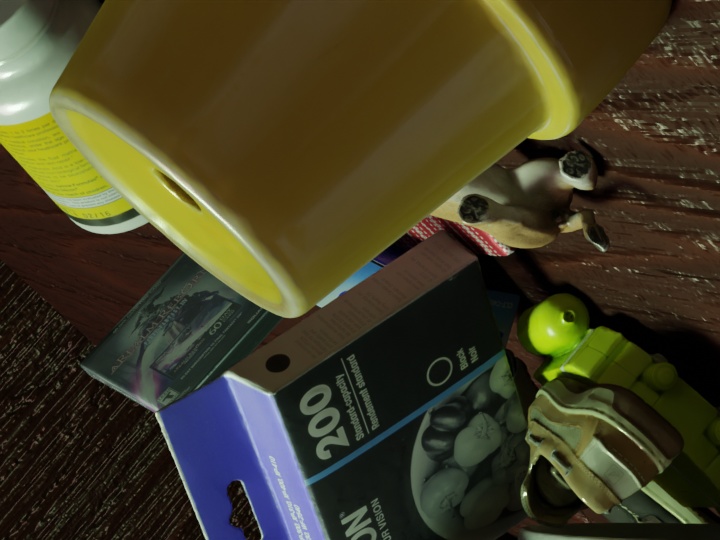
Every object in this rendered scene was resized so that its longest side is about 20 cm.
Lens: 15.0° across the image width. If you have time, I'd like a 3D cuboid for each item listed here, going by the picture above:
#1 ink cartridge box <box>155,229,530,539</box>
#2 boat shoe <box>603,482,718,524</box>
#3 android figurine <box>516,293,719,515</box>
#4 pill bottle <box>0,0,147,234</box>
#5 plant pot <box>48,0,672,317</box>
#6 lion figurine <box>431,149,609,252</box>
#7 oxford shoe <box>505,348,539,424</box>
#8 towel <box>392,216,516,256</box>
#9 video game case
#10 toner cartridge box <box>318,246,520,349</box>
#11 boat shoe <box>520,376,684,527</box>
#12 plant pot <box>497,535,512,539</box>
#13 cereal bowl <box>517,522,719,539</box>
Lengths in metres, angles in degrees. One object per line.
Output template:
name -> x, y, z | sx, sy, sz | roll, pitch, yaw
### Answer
ink cartridge box -> 0.001, 0.107, 1.558 | 0.043, 0.200, 0.198 | 40, 156, 48
boat shoe -> 0.208, 0.191, 1.789 | 0.201, 0.066, 0.072 | 35, 169, 29
android figurine -> 0.165, 0.082, 1.563 | 0.182, 0.041, 0.200 | 41, 170, 0
pill bottle -> -0.197, -0.121, 1.808 | 0.111, 0.111, 0.200 | 31, 166, 42
plant pot -> -0.014, -0.094, 1.064 | 0.201, 0.189, 0.201 | 40, 170, 9
lion figurine -> 0.045, -0.049, 1.371 | 0.200, 0.073, 0.122 | 33, 175, 16
oxford shoe -> 0.096, 0.086, 1.698 | 0.071, 0.074, 0.200 | 22, -170, 35
towel -> 0.007, -0.064, 1.570 | 0.145, 0.022, 0.200 | 43, 169, -16
video game case -> -0.141, 0.050, 2.226 | 0.019, 0.143, 0.200 | 48, 167, -27
toner cartridge box -> 0.000, 0.000, 1.692 | 0.095, 0.043, 0.200 | 8, -168, -36
boat shoe -> 0.115, 0.105, 1.507 | 0.072, 0.076, 0.200 | 40, 172, 1
plant pot -> 0.102, 0.341, 2.480 | 0.200, 0.200, 0.177 | 48, 178, -37
cereal bowl -> 0.183, 0.182, 1.505 | 0.200, 0.083, 0.200 | 1, 177, 0
